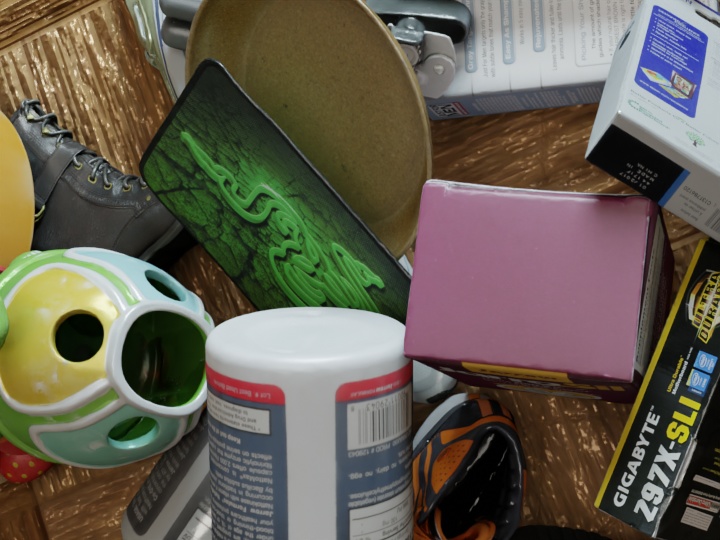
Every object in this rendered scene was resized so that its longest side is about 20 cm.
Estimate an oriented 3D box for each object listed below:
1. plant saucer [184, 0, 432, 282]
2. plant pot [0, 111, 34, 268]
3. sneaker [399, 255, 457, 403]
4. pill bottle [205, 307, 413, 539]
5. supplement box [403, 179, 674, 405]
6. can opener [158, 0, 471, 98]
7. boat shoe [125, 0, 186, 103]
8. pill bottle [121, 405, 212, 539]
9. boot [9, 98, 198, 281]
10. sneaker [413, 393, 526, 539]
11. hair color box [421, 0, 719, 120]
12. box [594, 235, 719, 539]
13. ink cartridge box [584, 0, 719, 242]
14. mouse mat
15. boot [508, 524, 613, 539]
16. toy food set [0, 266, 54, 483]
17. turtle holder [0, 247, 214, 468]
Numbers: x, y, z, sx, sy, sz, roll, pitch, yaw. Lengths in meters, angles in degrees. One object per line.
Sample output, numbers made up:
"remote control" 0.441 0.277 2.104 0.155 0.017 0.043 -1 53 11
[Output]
"plant saucer" -0.026 -0.092 0.827 0.200 0.035 0.201 23 126 35
"plant pot" -0.359 -0.039 0.936 0.199 0.183 0.202 -6 80 37
"sneaker" 0.000 0.000 0.911 0.075 0.087 0.201 -32 79 10
"pill bottle" -0.028 0.131 0.792 0.119 0.120 0.201 4 103 16
"supplement box" 0.115 0.020 0.814 0.130 0.200 0.104 6 82 18
"can opener" -0.030 -0.154 0.882 0.199 0.053 0.067 10 50 4
"boat shoe" -0.126 -0.172 0.965 0.062 0.072 0.201 -37 55 33
"pill bottle" -0.087 0.157 0.909 0.114 0.114 0.200 37 96 16
"boot" -0.186 -0.066 0.979 0.174 0.069 0.200 40 99 15
"sneaker" 0.036 0.172 0.864 0.077 0.112 0.201 28 95 -8
"hair color box" 0.134 -0.163 0.899 0.199 0.061 0.100 -4 84 15
"box" 0.235 0.085 0.780 0.049 0.199 0.161 25 94 49
"ink cartridge box" 0.189 -0.095 0.773 0.099 0.200 0.039 31 127 -1
"mouse mat" -0.055 -0.024 0.854 0.200 0.161 0.008 47 56 0
"boot" 0.173 0.244 0.860 0.199 0.078 0.139 14 113 3
"toy food set" -0.266 0.081 0.930 0.199 0.199 0.049 -58 42 17
"turtle holder" -0.170 0.043 0.843 0.131 0.186 0.141 -2 47 46
